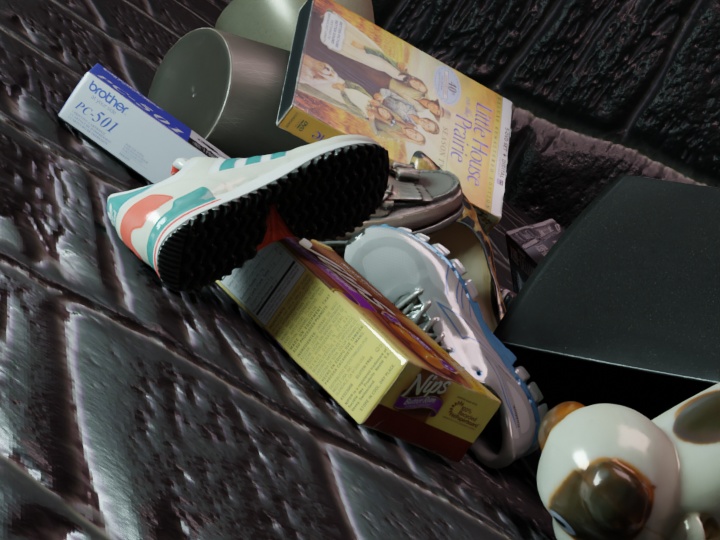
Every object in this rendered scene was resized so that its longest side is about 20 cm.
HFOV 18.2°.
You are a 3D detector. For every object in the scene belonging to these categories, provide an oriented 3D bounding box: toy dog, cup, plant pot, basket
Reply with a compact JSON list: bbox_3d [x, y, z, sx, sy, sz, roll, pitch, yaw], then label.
[{"bbox_3d":[0.212,0.139,1.456,0.199,0.195,0.140,-2,38,-19],"label":"toy dog"},{"bbox_3d":[-0.059,-0.270,2.744,0.144,0.200,0.200,65,16,15],"label":"cup"},{"bbox_3d":[0.239,0.044,1.666,0.199,0.178,0.200,11,-27,29],"label":"plant pot"},{"bbox_3d":[-0.067,-0.117,1.863,0.199,0.180,0.137,20,55,-40],"label":"basket"}]

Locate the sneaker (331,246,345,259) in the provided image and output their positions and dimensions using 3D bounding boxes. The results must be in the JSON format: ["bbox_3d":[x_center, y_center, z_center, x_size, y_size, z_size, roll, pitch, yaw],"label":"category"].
[{"bbox_3d":[0.000,0.000,1.701,0.200,0.075,0.088,-70,147,-64],"label":"sneaker"}]

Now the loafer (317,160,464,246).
[{"bbox_3d":[-0.012,-0.053,1.618,0.199,0.063,0.072,-12,29,-24],"label":"loafer"}]

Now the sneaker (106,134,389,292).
[{"bbox_3d":[-0.074,-0.055,1.451,0.199,0.071,0.093,-24,43,-34],"label":"sneaker"}]

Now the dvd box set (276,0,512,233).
[{"bbox_3d":[0.031,-0.127,1.819,0.199,0.029,0.147,28,43,-18],"label":"dvd box set"}]

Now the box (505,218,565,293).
[{"bbox_3d":[0.187,0.065,1.897,0.200,0.049,0.159,-129,-154,-63],"label":"box"}]

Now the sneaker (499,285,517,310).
[{"bbox_3d":[0.106,0.043,1.927,0.200,0.076,0.115,38,5,20],"label":"sneaker"}]

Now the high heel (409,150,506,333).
[{"bbox_3d":[0.079,0.011,1.708,0.143,0.071,0.201,-129,-157,-77],"label":"high heel"}]

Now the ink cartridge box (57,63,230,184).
[{"bbox_3d":[-0.133,-0.080,1.702,0.199,0.044,0.094,35,6,-8],"label":"ink cartridge box"}]

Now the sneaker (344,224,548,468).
[{"bbox_3d":[0.057,0.054,1.563,0.200,0.075,0.087,51,21,1],"label":"sneaker"}]

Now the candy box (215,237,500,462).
[{"bbox_3d":[-0.011,0.039,1.488,0.116,0.057,0.200,27,14,-50],"label":"candy box"}]
